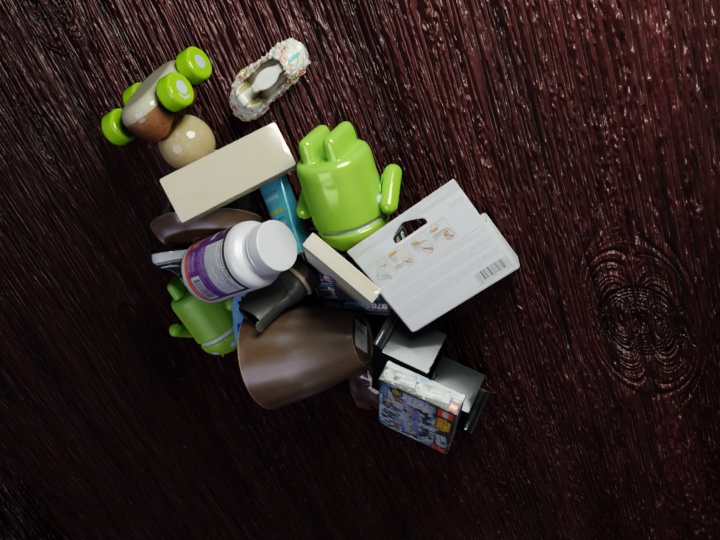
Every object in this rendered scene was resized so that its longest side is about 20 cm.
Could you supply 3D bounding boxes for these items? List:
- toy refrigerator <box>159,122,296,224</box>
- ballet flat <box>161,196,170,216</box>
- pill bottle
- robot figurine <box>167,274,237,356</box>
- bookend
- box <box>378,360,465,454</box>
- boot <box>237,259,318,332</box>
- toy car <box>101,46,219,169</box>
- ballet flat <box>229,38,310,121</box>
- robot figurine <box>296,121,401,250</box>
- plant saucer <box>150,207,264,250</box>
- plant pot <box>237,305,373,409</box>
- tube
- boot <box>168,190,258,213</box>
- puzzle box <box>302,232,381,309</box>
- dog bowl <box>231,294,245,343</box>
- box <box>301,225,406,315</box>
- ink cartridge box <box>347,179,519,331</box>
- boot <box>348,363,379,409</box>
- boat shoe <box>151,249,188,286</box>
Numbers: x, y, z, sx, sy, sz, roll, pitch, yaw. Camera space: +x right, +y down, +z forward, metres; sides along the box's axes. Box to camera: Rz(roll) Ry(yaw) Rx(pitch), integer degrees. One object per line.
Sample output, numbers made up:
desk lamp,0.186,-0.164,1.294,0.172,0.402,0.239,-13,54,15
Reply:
toy refrigerator,-0.207,-0.152,1.116,0.076,0.199,0.070,62,174,-4
ballet flat,-0.320,-0.150,1.303,0.046,0.068,0.200,21,140,-26
pill bottle,-0.199,-0.018,1.164,0.199,0.112,0.112,-16,115,42
robot figurine,-0.306,0.086,1.439,0.175,0.116,0.201,-25,110,19
bookend,0.125,0.168,1.191,0.198,0.092,0.200,24,153,14
box,0.098,0.235,1.185,0.136,0.040,0.200,22,151,15
boot,-0.189,0.021,1.262,0.199,0.138,0.078,24,147,45
toy car,-0.285,-0.228,1.157,0.164,0.158,0.200,-19,126,31
ballet flat,-0.155,-0.283,1.071,0.076,0.064,0.200,48,137,-11
robot figurine,-0.025,-0.118,1.068,0.174,0.116,0.201,-3,122,29
plant saucer,-0.269,-0.067,1.250,0.199,0.199,0.032,-16,75,41
plant pot,-0.084,0.138,1.252,0.199,0.187,0.188,-14,118,22
tube,-0.136,-0.122,1.183,0.077,0.050,0.201,-21,89,38
boot,-0.290,-0.112,1.247,0.199,0.131,0.070,-22,77,36
puzzle box,-0.030,0.006,1.101,0.133,0.025,0.200,39,174,2
dog bowl,-0.200,0.092,1.381,0.049,0.111,0.201,36,142,29
box,0.000,0.000,1.213,0.199,0.046,0.160,1,126,33
ink cartridge box,0.108,-0.023,1.058,0.199,0.044,0.174,-33,109,20
boot,0.023,0.177,1.340,0.185,0.064,0.201,-7,116,36
boat shoe,-0.301,0.000,1.307,0.073,0.199,0.069,-7,83,29
